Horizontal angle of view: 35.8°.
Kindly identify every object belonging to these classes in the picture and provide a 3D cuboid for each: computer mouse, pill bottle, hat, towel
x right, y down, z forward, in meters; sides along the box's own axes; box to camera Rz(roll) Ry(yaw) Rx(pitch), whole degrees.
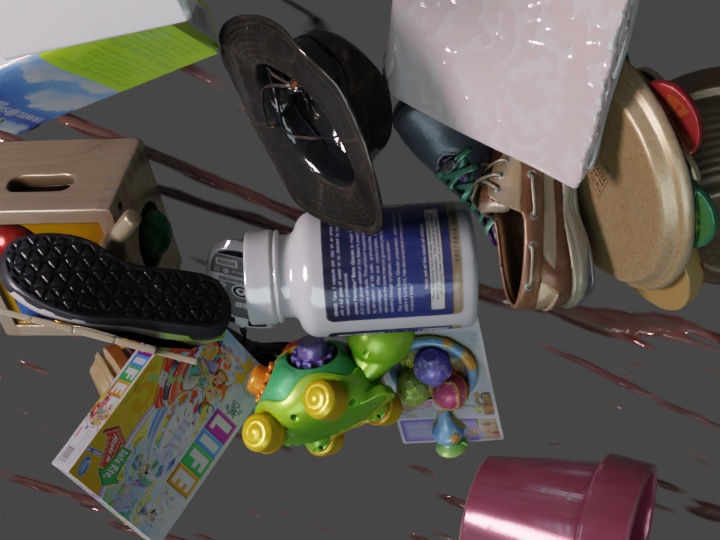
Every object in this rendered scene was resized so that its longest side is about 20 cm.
[{"bbox_3d":[-0.109,0.026,1.102,0.108,0.044,0.201,14,141,4],"label":"computer mouse"},{"bbox_3d":[0.000,0.000,0.979,0.197,0.112,0.112,-4,134,0],"label":"pill bottle"},{"bbox_3d":[-0.023,-0.129,0.887,0.200,0.081,0.201,41,156,23],"label":"hat"},{"bbox_3d":[0.103,-0.182,0.791,0.190,0.032,0.202,31,133,25],"label":"towel"}]

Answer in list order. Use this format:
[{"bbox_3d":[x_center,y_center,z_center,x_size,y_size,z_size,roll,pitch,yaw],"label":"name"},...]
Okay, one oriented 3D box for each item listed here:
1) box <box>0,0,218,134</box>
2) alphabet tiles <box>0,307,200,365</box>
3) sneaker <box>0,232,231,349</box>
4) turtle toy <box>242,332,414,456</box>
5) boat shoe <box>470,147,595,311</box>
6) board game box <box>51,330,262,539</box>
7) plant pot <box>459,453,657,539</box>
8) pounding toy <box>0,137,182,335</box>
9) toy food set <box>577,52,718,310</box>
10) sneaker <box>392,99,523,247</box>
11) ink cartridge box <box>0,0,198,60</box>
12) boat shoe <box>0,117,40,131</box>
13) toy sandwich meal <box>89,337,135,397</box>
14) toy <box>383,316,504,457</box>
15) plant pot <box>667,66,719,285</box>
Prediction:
[{"bbox_3d":[-0.225,-0.169,0.869,0.198,0.048,0.122,-18,170,17],"label":"box"},{"bbox_3d":[-0.233,0.054,0.947,0.198,0.006,0.166,15,173,-6],"label":"alphabet tiles"},{"bbox_3d":[-0.204,0.032,0.925,0.198,0.072,0.083,18,148,-20],"label":"sneaker"},{"bbox_3d":[-0.027,0.107,1.092,0.199,0.102,0.145,-31,156,22],"label":"turtle toy"},{"bbox_3d":[0.125,-0.065,0.871,0.071,0.202,0.076,-13,177,-17],"label":"boat shoe"},{"bbox_3d":[-0.184,0.142,1.074,0.034,0.201,0.135,10,148,46],"label":"board game box"},{"bbox_3d":[0.208,0.283,1.193,0.177,0.201,0.201,12,137,21],"label":"plant pot"},{"bbox_3d":[-0.251,-0.024,1.008,0.197,0.143,0.185,0,134,11],"label":"pounding toy"},{"bbox_3d":[0.199,-0.078,0.848,0.048,0.201,0.199,-21,142,-15],"label":"toy food set"},{"bbox_3d":[0.109,-0.070,0.925,0.199,0.088,0.074,32,132,-19],"label":"sneaker"},{"bbox_3d":[-0.173,-0.260,0.719,0.146,0.201,0.145,-8,132,19],"label":"ink cartridge box"},{"bbox_3d":[-0.343,-0.193,0.925,0.068,0.072,0.200,12,153,44],"label":"boat shoe"},{"bbox_3d":[-0.223,0.156,1.186,0.070,0.205,0.207,-27,135,-16],"label":"toy sandwich meal"},{"bbox_3d":[0.077,0.124,1.151,0.114,0.048,0.201,-4,133,15],"label":"toy"},{"bbox_3d":[0.295,-0.056,0.898,0.198,0.093,0.202,6,134,6],"label":"plant pot"}]
